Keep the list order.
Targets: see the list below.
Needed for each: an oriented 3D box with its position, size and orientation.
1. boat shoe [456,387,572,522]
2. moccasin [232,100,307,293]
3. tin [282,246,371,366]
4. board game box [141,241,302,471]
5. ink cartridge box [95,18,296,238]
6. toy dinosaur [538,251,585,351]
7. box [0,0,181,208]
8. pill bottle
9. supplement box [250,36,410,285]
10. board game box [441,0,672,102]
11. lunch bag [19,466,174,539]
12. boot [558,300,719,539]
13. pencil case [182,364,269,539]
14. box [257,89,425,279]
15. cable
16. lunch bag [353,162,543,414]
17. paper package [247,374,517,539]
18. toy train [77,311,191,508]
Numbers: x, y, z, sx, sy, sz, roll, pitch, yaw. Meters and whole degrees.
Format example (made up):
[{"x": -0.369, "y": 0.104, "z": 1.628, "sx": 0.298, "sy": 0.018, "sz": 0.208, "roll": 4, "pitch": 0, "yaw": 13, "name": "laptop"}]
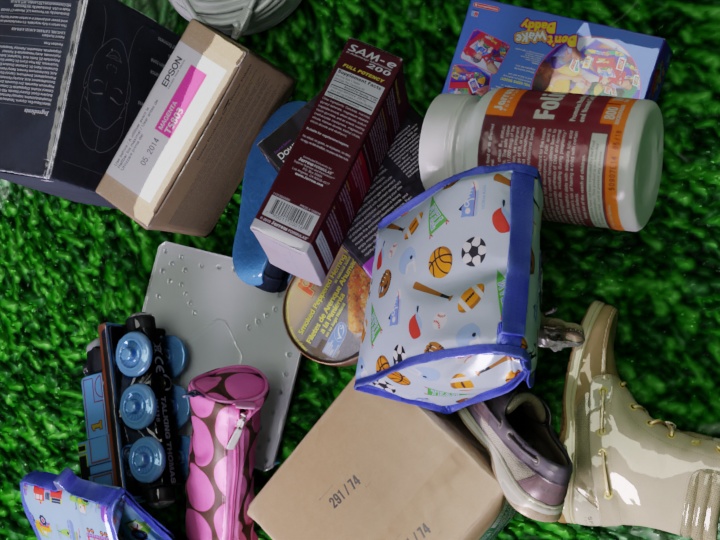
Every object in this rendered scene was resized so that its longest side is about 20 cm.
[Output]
[{"x": 0.140, "y": 0.137, "z": 1.137, "sx": 0.065, "sy": 0.071, "sz": 0.201, "roll": -61, "pitch": 28, "yaw": 24, "name": "boat shoe"}, {"x": -0.083, "y": -0.074, "z": 1.304, "sx": 0.080, "sy": 0.068, "sz": 0.202, "roll": 7, "pitch": 71, "yaw": 35, "name": "moccasin"}, {"x": 0.000, "y": 0.000, "z": 1.259, "sx": 0.111, "sy": 0.042, "sz": 0.201, "roll": 29, "pitch": 86, "yaw": 13, "name": "tin"}, {"x": -0.149, "y": 0.087, "z": 1.334, "sx": 0.198, "sy": 0.026, "sz": 0.202, "roll": 13, "pitch": 88, "yaw": 25, "name": "board game box"}, {"x": -0.163, "y": -0.139, "z": 1.294, "sx": 0.075, "sy": 0.165, "sz": 0.201, "roll": 33, "pitch": 95, "yaw": 14, "name": "ink cartridge box"}, {"x": 0.134, "y": 0.023, "z": 1.185, "sx": 0.199, "sy": 0.047, "sz": 0.089, "roll": 7, "pitch": 67, "yaw": 53, "name": "toy dinosaur"}, {"x": -0.293, "y": -0.178, "z": 1.341, "sx": 0.123, "sy": 0.200, "sz": 0.199, "roll": 8, "pitch": 85, "yaw": 26, "name": "box"}, {"x": 0.160, "y": -0.103, "z": 1.130, "sx": 0.198, "sy": 0.114, "sz": 0.116, "roll": 8, "pitch": 86, "yaw": 25, "name": "pill bottle"}, {"x": -0.024, "y": -0.098, "z": 1.167, "sx": 0.060, "sy": 0.109, "sz": 0.201, "roll": 24, "pitch": 77, "yaw": 12, "name": "supplement box"}, {"x": 0.181, "y": -0.174, "z": 1.217, "sx": 0.198, "sy": 0.045, "sz": 0.136, "roll": 19, "pitch": 90, "yaw": 25, "name": "board game box"}, {"x": -0.249, "y": 0.273, "z": 1.234, "sx": 0.150, "sy": 0.201, "sz": 0.094, "roll": 4, "pitch": 40, "yaw": 42, "name": "lunch bag"}, {"x": 0.257, "y": 0.133, "z": 1.124, "sx": 0.154, "sy": 0.073, "sz": 0.202, "roll": 6, "pitch": 82, "yaw": 22, "name": "boot"}, {"x": -0.132, "y": 0.199, "z": 1.241, "sx": 0.093, "sy": 0.090, "sz": 0.202, "roll": 31, "pitch": 124, "yaw": 52, "name": "pencil case"}, {"x": 0.014, "y": -0.095, "z": 1.237, "sx": 0.143, "sy": 0.036, "sz": 0.200, "roll": -39, "pitch": 75, "yaw": -6, "name": "box"}, {"x": -0.133, "y": -0.356, "z": 1.370, "sx": 0.200, "sy": 0.069, "sz": 0.200, "roll": -46, "pitch": 67, "yaw": 10, "name": "cable"}, {"x": 0.091, "y": 0.018, "z": 1.076, "sx": 0.200, "sy": 0.123, "sz": 0.172, "roll": 143, "pitch": 137, "yaw": -61, "name": "lunch bag"}, {"x": 0.028, "y": 0.216, "z": 1.196, "sx": 0.190, "sy": 0.103, "sz": 0.201, "roll": 42, "pitch": 99, "yaw": 21, "name": "paper package"}, {"x": -0.236, "y": 0.148, "z": 1.306, "sx": 0.113, "sy": 0.086, "sz": 0.202, "roll": -16, "pitch": 76, "yaw": 27, "name": "toy train"}]
